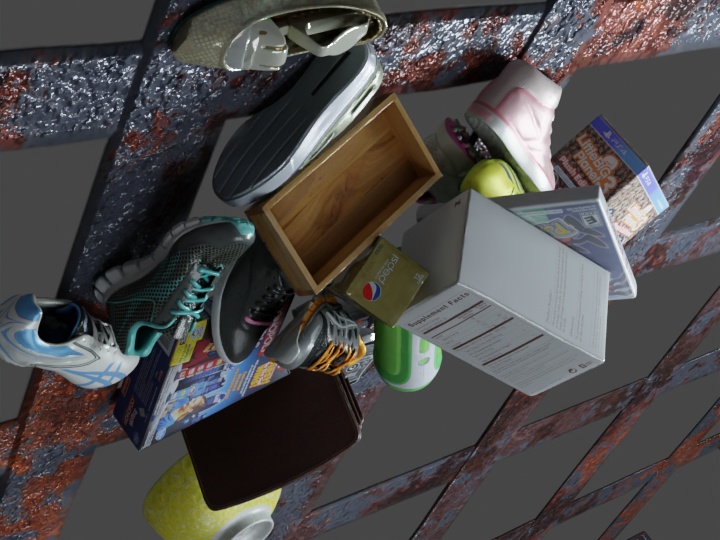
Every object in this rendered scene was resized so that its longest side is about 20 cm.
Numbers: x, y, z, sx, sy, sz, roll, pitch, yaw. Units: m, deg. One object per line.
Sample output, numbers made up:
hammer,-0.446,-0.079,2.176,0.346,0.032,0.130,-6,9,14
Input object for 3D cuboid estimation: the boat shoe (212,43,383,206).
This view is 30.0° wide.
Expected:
boat shoe,-0.052,-0.130,1.246,0.200,0.072,0.062,-44,148,6

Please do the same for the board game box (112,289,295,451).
board game box,-0.154,0.087,1.477,0.199,0.062,0.201,-17,145,-41

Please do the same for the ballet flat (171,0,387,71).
ballet flat,-0.062,-0.202,1.128,0.199,0.062,0.068,-22,150,-29

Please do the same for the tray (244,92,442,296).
tray,-0.014,-0.075,1.294,0.200,0.099,0.037,-43,-159,-30

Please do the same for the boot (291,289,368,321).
boot,0.008,0.038,1.618,0.131,0.070,0.199,-41,146,19

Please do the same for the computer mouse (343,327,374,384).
computer mouse,-0.030,0.124,1.719,0.109,0.044,0.200,-11,149,-35

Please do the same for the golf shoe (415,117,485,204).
golf shoe,0.107,-0.098,1.512,0.091,0.076,0.200,-33,147,10

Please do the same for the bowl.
bowl,-0.175,0.310,1.759,0.199,0.108,0.201,-29,153,-16

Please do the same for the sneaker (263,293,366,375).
sneaker,-0.039,0.075,1.414,0.078,0.077,0.200,-44,176,15

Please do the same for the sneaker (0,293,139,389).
sneaker,-0.270,0.065,1.281,0.072,0.072,0.200,-30,157,20

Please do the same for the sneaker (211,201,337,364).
sneaker,-0.082,0.016,1.340,0.070,0.099,0.202,8,107,-48

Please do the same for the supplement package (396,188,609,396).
supplement package,0.147,0.027,1.395,0.199,0.118,0.117,29,143,-24

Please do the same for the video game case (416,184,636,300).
video game case,0.181,-0.019,1.444,0.198,0.023,0.183,-6,143,22

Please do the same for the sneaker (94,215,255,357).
sneaker,-0.166,0.018,1.257,0.199,0.092,0.077,-32,153,35

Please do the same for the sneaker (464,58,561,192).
sneaker,0.188,-0.155,1.470,0.105,0.075,0.200,-54,145,-8

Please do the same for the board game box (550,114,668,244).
board game box,0.278,-0.075,1.722,0.200,0.097,0.159,-41,154,7

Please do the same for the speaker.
speaker,0.054,0.059,1.533,0.088,0.089,0.201,-29,150,-17

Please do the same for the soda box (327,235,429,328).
soda box,0.000,0.000,1.387,0.068,0.064,0.200,-56,-163,-3

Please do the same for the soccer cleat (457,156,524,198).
soccer cleat,0.169,-0.059,1.464,0.065,0.084,0.200,-44,147,1

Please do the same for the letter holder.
letter holder,-0.096,0.203,1.596,0.199,0.143,0.101,-26,151,3
